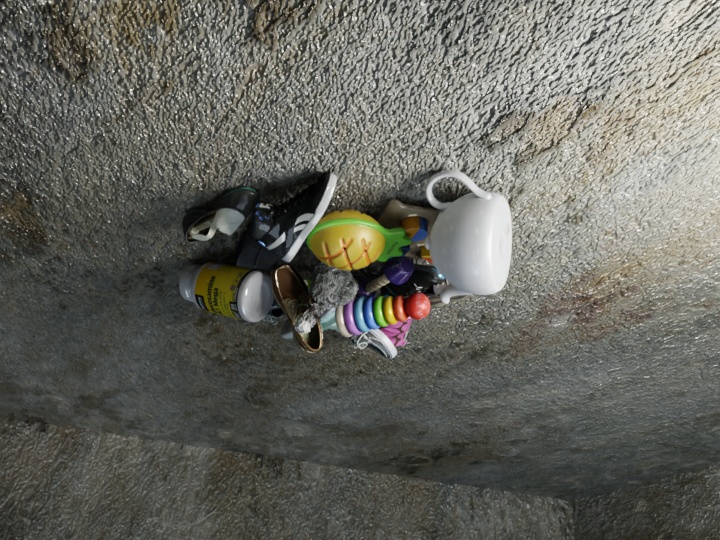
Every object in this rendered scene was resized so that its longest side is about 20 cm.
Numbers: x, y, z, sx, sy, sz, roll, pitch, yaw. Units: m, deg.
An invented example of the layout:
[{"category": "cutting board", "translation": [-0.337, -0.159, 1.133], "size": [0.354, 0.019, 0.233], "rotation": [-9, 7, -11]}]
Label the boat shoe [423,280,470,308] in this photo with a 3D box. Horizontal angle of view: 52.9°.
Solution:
[{"category": "boat shoe", "translation": [0.188, 0.029, 1.577], "size": [0.073, 0.075, 0.200], "rotation": [18, 148, -26]}]

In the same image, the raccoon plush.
[{"category": "raccoon plush", "translation": [-0.073, 0.017, 1.457], "size": [0.096, 0.201, 0.135], "rotation": [3, 131, 24]}]

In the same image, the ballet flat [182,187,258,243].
[{"category": "ballet flat", "translation": [-0.272, -0.097, 1.404], "size": [0.199, 0.069, 0.068], "rotation": [-19, 144, 37]}]

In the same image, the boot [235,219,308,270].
[{"category": "boot", "translation": [-0.162, -0.049, 1.482], "size": [0.164, 0.066, 0.200], "rotation": [20, 147, -12]}]

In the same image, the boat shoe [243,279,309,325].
[{"category": "boat shoe", "translation": [-0.195, 0.084, 1.643], "size": [0.199, 0.062, 0.075], "rotation": [-24, 166, 21]}]

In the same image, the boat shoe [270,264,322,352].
[{"category": "boat shoe", "translation": [-0.126, 0.082, 1.533], "size": [0.075, 0.201, 0.074], "rotation": [-27, -169, -15]}]

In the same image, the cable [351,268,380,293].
[{"category": "cable", "translation": [0.000, 0.000, 1.608], "size": [0.199, 0.051, 0.097], "rotation": [11, 137, -40]}]

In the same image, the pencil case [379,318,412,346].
[{"category": "pencil case", "translation": [0.084, 0.119, 1.753], "size": [0.093, 0.091, 0.200], "rotation": [37, 157, 12]}]

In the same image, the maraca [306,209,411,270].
[{"category": "maraca", "translation": [-0.003, -0.055, 1.367], "size": [0.198, 0.108, 0.137], "rotation": [6, 152, -18]}]

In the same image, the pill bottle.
[{"category": "pill bottle", "translation": [-0.299, 0.042, 1.596], "size": [0.199, 0.113, 0.113], "rotation": [10, 158, 30]}]

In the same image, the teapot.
[{"category": "teapot", "translation": [0.187, -0.054, 1.312], "size": [0.145, 0.202, 0.197], "rotation": [4, 166, 24]}]

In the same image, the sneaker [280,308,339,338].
[{"category": "sneaker", "translation": [-0.080, 0.128, 1.640], "size": [0.199, 0.074, 0.118], "rotation": [-28, 125, 25]}]

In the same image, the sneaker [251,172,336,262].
[{"category": "sneaker", "translation": [-0.133, -0.112, 1.314], "size": [0.111, 0.073, 0.201], "rotation": [27, 119, -14]}]

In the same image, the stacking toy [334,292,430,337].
[{"category": "stacking toy", "translation": [0.050, 0.087, 1.505], "size": [0.198, 0.086, 0.085], "rotation": [-8, 150, 22]}]

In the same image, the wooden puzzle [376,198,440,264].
[{"category": "wooden puzzle", "translation": [0.124, -0.062, 1.440], "size": [0.198, 0.047, 0.185], "rotation": [13, 152, -15]}]

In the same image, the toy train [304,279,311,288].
[{"category": "toy train", "translation": [-0.122, 0.066, 1.689], "size": [0.198, 0.085, 0.116], "rotation": [-2, 142, 10]}]

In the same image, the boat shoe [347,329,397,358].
[{"category": "boat shoe", "translation": [-0.001, 0.156, 1.753], "size": [0.199, 0.068, 0.074], "rotation": [43, 157, -6]}]

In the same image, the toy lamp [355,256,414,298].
[{"category": "toy lamp", "translation": [0.049, 0.018, 1.504], "size": [0.058, 0.059, 0.200], "rotation": [16, 156, -22]}]

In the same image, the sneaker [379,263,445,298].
[{"category": "sneaker", "translation": [0.112, 0.032, 1.535], "size": [0.073, 0.083, 0.199], "rotation": [13, 169, -31]}]
